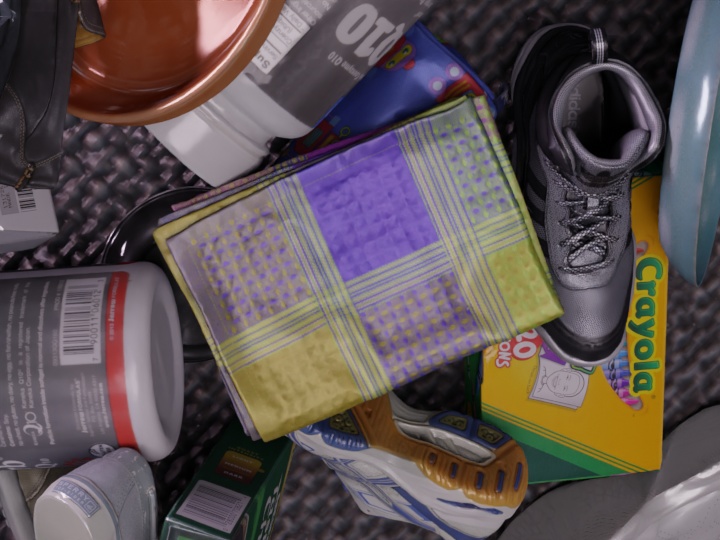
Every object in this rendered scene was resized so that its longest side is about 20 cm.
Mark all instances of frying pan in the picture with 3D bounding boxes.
[{"bbox_3d":[-0.135,-0.005,1.192,0.189,0.031,0.115,18,105,-19],"label":"frying pan"}]

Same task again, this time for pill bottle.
[{"bbox_3d":[-0.209,0.058,1.142,0.199,0.116,0.116,-4,111,6],"label":"pill bottle"},{"bbox_3d":[-0.039,-0.147,1.109,0.114,0.114,0.200,41,99,-20],"label":"pill bottle"}]

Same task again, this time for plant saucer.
[{"bbox_3d":[0.199,-0.091,1.139,0.027,0.200,0.201,10,110,13],"label":"plant saucer"},{"bbox_3d":[-0.116,-0.176,1.067,0.201,0.200,0.032,-56,152,12],"label":"plant saucer"}]

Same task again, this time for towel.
[{"bbox_3d":[0.000,0.000,1.102,0.199,0.023,0.144,-21,98,1],"label":"towel"}]

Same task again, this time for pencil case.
[{"bbox_3d":[-0.005,-0.053,1.156,0.200,0.078,0.087,-48,137,-2],"label":"pencil case"}]

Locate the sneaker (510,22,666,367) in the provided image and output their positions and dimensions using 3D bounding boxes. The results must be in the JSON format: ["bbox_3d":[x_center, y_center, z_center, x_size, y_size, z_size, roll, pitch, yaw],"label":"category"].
[{"bbox_3d":[0.127,-0.041,1.114,0.075,0.114,0.201,-5,94,-7],"label":"sneaker"}]

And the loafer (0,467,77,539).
[{"bbox_3d":[-0.168,0.180,1.226,0.069,0.075,0.201,-18,112,1],"label":"loafer"}]

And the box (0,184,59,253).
[{"bbox_3d":[-0.270,-0.076,1.030,0.199,0.041,0.157,-10,82,-33],"label":"box"}]

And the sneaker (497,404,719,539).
[{"bbox_3d":[0.184,0.173,1.292,0.199,0.075,0.089,-28,124,0],"label":"sneaker"}]

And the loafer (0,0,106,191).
[{"bbox_3d":[-0.169,-0.137,1.042,0.072,0.073,0.201,23,76,-24],"label":"loafer"}]

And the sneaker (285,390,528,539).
[{"bbox_3d":[-0.001,0.110,1.206,0.200,0.075,0.088,30,137,3],"label":"sneaker"}]

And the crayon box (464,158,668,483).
[{"bbox_3d":[0.127,0.029,1.232,0.118,0.058,0.201,-4,110,-8],"label":"crayon box"}]

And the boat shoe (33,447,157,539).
[{"bbox_3d":[-0.143,0.179,1.140,0.071,0.070,0.201,-36,150,-34],"label":"boat shoe"}]

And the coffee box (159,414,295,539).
[{"bbox_3d":[-0.086,0.168,1.170,0.044,0.200,0.123,17,105,4],"label":"coffee box"}]
